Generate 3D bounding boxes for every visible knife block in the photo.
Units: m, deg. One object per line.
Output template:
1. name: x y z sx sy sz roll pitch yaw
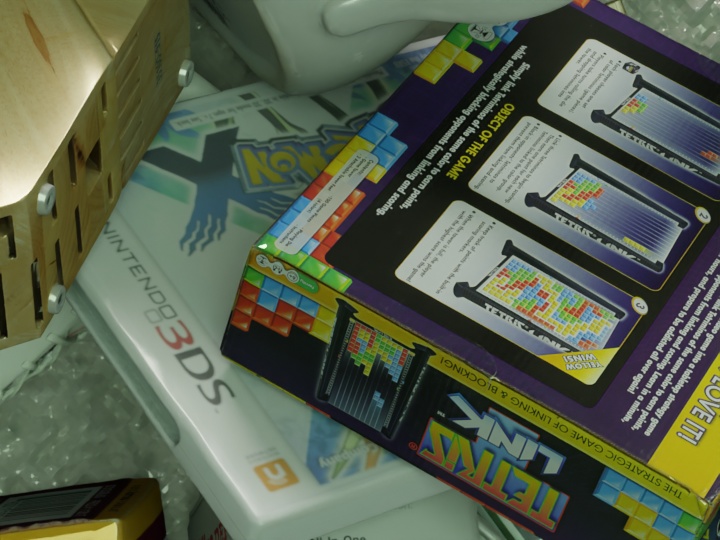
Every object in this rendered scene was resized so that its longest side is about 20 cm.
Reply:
1. knife block: -0.153 -0.079 0.914 0.175 0.064 0.200 13 47 13

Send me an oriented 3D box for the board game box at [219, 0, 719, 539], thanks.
1. board game box: 0.074 -0.004 0.906 0.165 0.057 0.200 31 44 11

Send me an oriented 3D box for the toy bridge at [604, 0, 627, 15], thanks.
1. toy bridge: 0.039 -0.162 1.023 0.067 0.027 0.200 -22 94 -6

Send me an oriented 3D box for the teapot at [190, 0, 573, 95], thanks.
1. teapot: -0.012 -0.166 0.932 0.146 0.197 0.200 -35 99 -7

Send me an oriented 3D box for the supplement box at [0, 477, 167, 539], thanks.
1. supplement box: -0.105 0.182 0.958 0.086 0.110 0.200 -7 92 4

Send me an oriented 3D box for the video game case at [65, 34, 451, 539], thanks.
1. video game case: 0.000 0.000 0.934 0.200 0.022 0.182 -16 53 -32

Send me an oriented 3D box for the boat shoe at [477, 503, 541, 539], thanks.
1. boat shoe: 0.032 0.041 1.006 0.074 0.067 0.200 -44 97 -6

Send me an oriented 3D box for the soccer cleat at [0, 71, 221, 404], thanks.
1. soccer cleat: -0.115 0.004 0.981 0.085 0.069 0.200 24 81 -9

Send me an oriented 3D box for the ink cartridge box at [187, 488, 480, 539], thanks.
1. ink cartridge box: -0.005 0.167 0.937 0.084 0.146 0.200 -2 75 -12

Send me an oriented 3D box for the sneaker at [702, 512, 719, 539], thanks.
1. sneaker: 0.163 0.068 1.026 0.082 0.074 0.200 -2 90 -7
